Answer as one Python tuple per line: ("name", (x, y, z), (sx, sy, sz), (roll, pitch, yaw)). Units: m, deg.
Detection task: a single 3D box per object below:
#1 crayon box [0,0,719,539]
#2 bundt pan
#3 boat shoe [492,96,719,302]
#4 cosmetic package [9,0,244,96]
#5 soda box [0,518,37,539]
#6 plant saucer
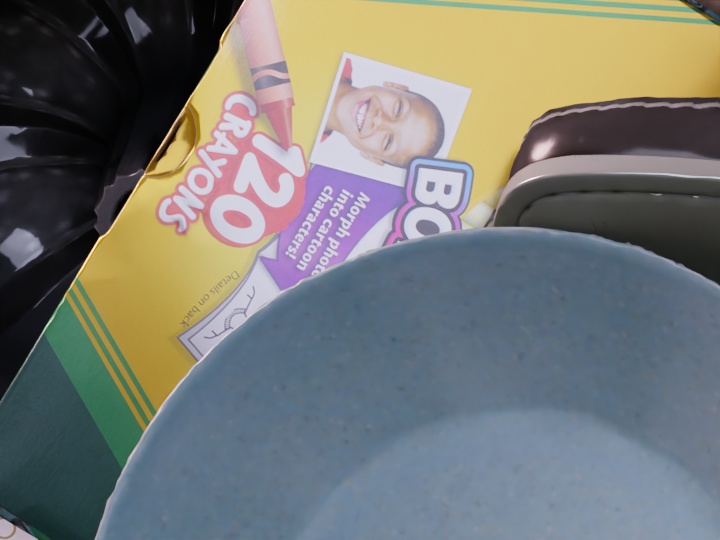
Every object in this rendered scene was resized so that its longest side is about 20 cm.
("crayon box", (0.000, 0.000, 0.699), (0.118, 0.058, 0.201), (31, 86, 1))
("bundt pan", (-0.053, -0.025, 0.807), (0.201, 0.203, 0.076), (12, 22, 8))
("boat shoe", (0.130, -0.015, 0.659), (0.200, 0.072, 0.061), (9, 57, -8))
("cosmetic package", (0.013, -0.137, 0.881), (0.199, 0.166, 0.165), (14, 24, 8))
("soda box", (-0.104, 0.091, 0.861), (0.199, 0.064, 0.068), (26, 67, 14))
("plant saucer", (0.033, 0.092, 0.629), (0.200, 0.039, 0.202), (-3, 78, 15))
